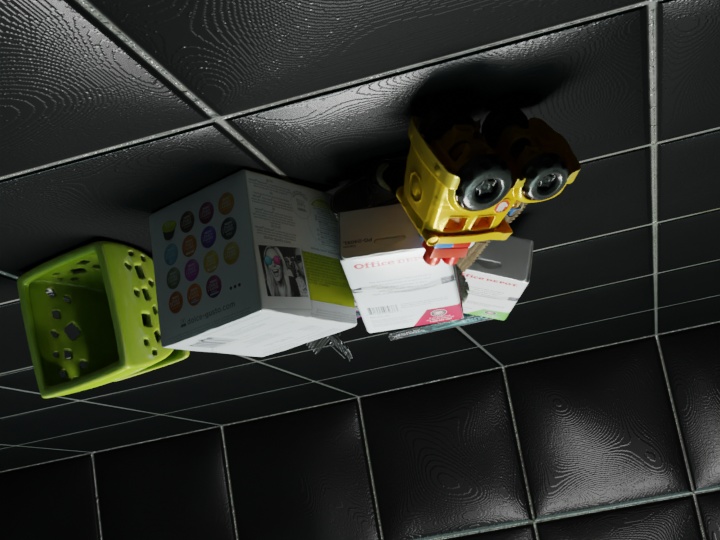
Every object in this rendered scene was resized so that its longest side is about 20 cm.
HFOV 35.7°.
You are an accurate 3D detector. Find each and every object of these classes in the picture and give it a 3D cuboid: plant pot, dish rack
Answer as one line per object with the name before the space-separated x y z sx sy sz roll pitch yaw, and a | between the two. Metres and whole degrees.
plant pot | -0.384 0.076 1.731 0.198 0.201 0.181 -19 169 31
dish rack | -0.099 0.094 1.947 0.055 0.200 0.153 -48 167 -7

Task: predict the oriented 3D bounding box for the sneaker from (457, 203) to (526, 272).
sneaker | 0.171 -0.097 1.716 0.200 0.109 0.070 -49 148 19

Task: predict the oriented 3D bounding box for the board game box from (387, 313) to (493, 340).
board game box | 0.143 0.050 2.108 0.199 0.136 0.028 -12 146 11

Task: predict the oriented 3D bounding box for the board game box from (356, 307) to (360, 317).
board game box | 0.018 0.028 2.034 0.199 0.065 0.147 -21 163 14

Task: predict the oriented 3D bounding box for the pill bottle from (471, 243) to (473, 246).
pill bottle | 0.104 -0.077 1.629 0.199 0.113 0.112 -14 165 13

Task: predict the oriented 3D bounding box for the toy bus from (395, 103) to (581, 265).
toy bus | 0.147 -0.093 1.390 0.199 0.136 0.193 -5 132 -25

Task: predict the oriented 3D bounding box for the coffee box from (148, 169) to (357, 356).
coffee box | -0.149 -0.003 1.557 0.199 0.199 0.199 -20 161 36

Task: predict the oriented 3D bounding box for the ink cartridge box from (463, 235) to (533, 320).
ink cartridge box | 0.209 0.006 1.960 0.145 0.084 0.200 11 158 -1

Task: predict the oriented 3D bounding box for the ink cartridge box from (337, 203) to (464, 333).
ink cartridge box | 0.058 -0.005 1.553 0.144 0.084 0.200 -8 146 8

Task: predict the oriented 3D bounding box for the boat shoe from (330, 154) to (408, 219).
boat shoe | 0.039 -0.121 1.514 0.199 0.074 0.065 -20 152 24

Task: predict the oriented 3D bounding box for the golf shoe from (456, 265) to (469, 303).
golf shoe | 0.082 0.013 1.719 0.078 0.199 0.098 -42 148 -30
